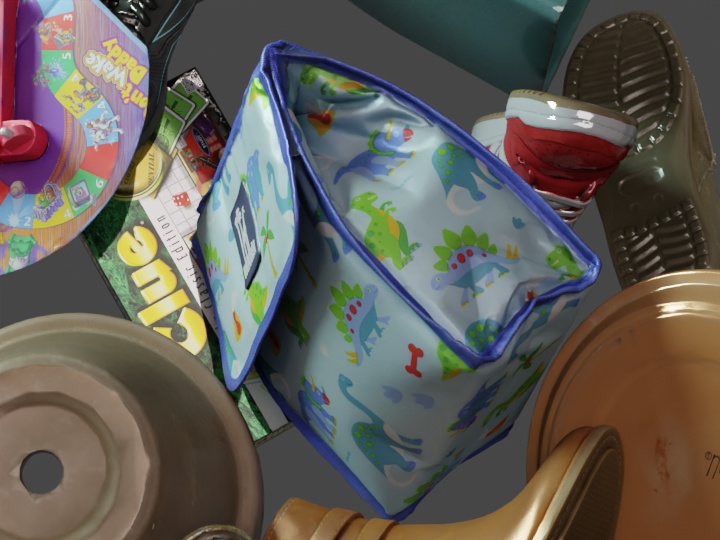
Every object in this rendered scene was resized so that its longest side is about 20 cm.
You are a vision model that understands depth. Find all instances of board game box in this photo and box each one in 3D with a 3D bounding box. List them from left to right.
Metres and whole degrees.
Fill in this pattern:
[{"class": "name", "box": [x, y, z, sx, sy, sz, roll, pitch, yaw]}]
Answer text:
[{"class": "board game box", "box": [-0.208, -0.100, 1.365, 0.200, 0.039, 0.158, 45, 97, 20]}, {"class": "board game box", "box": [-0.086, -0.002, 1.414, 0.104, 0.023, 0.201, -30, 82, -11]}]

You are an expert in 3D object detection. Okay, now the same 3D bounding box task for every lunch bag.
[{"class": "lunch bag", "box": [0.000, 0.000, 1.312, 0.127, 0.170, 0.200, -33, 72, -33]}]

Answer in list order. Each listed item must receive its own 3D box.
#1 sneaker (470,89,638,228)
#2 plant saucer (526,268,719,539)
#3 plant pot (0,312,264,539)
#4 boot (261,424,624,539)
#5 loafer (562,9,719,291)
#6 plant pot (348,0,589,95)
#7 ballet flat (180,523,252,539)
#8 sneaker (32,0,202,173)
[{"class": "sneaker", "box": [0.087, -0.029, 1.354, 0.071, 0.200, 0.113, 18, 83, -7]}, {"class": "plant saucer", "box": [0.166, 0.100, 1.258, 0.199, 0.032, 0.202, -1, 89, 35]}, {"class": "plant pot", "box": [-0.152, 0.110, 1.289, 0.199, 0.175, 0.202, 0, 80, 1]}, {"class": "boot", "box": [0.031, 0.144, 1.266, 0.155, 0.077, 0.201, 23, 86, 34]}, {"class": "loafer", "box": [0.160, -0.053, 1.431, 0.076, 0.067, 0.201, -13, 58, 15]}, {"class": "plant pot", "box": [0.041, -0.210, 1.423, 0.199, 0.141, 0.142, 24, 75, 6]}, {"class": "ballet flat", "box": [-0.083, 0.213, 1.262, 0.070, 0.071, 0.201, 2, 103, -7]}, {"class": "sneaker", "box": [-0.127, -0.144, 1.400, 0.075, 0.079, 0.201, 20, 68, 11]}]
